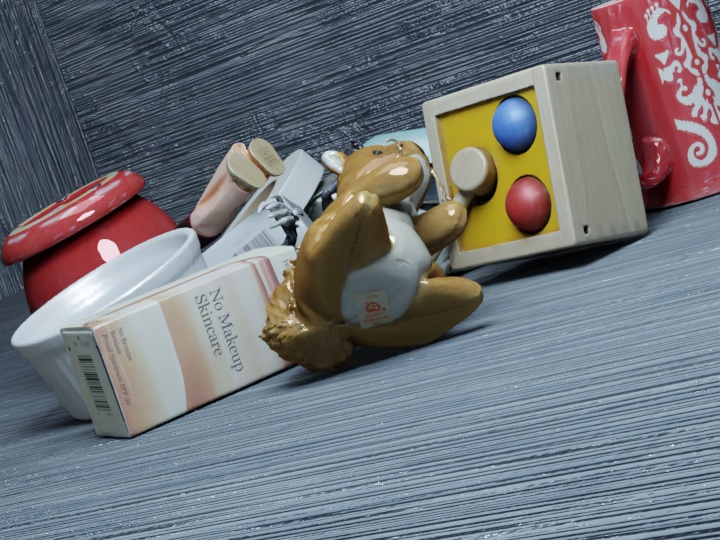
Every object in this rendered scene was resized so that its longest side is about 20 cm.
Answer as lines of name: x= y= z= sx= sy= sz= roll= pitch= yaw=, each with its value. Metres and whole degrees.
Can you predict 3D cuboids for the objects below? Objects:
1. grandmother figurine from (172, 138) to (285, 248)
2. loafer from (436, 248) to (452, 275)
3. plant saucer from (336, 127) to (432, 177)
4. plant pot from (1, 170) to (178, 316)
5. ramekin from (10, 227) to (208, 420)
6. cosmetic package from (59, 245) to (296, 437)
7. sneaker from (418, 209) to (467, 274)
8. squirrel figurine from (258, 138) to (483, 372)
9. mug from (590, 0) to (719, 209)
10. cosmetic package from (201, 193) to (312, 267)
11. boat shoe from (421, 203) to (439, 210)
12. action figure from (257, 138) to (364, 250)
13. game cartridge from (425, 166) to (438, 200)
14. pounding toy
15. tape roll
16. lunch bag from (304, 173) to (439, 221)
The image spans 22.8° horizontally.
grandmother figurine: x=-0.152 y=-0.053 z=1.778 sx=0.121 sy=0.061 sz=0.200 roll=-25 pitch=-15 yaw=-50
loafer: x=0.000 y=0.000 z=1.729 sx=0.199 sy=0.070 sz=0.070 roll=-20 pitch=8 yaw=32
plant saucer: x=0.072 y=-0.125 z=1.822 sx=0.200 sy=0.039 sz=0.201 roll=-7 pitch=3 yaw=0
plant pot: x=-0.276 y=0.001 z=1.950 sx=0.200 sy=0.183 sz=0.200 roll=-27 pitch=10 yaw=5
ramekin: x=-0.219 y=0.054 z=1.676 sx=0.200 sy=0.098 sz=0.201 roll=-28 pitch=14 yaw=8
cosmetic package: x=-0.142 y=0.059 z=1.531 sx=0.199 sy=0.104 sz=0.087 roll=-25 pitch=9 yaw=-28
sneaker: x=0.066 y=-0.027 z=1.764 sx=0.199 sy=0.078 sz=0.086 roll=-19 pitch=9 yaw=10
squirrel figurine: x=-0.006 y=-0.018 z=1.456 sx=0.200 sy=0.141 sz=0.187 roll=-45 pitch=28 yaw=27
mug: x=0.298 y=-0.170 z=1.703 sx=0.133 sy=0.201 sz=0.177 roll=-16 pitch=7 yaw=19
cosmetic package: x=-0.091 y=-0.010 z=1.822 sx=0.113 sy=0.081 sz=0.200 roll=-39 pitch=-5 yaw=3
boat shoe: x=0.070 y=-0.034 z=1.872 sx=0.199 sy=0.072 sz=0.068 roll=-9 pitch=8 yaw=22
action figure: x=-0.042 y=-0.027 z=1.655 sx=0.200 sy=0.119 sz=0.102 roll=-54 pitch=-27 yaw=-1
game cartridge: x=0.123 y=-0.095 z=1.834 sx=0.199 sy=0.042 sz=0.133 roll=-6 pitch=6 yaw=24
pounding toy: x=0.128 y=-0.074 z=1.598 sx=0.142 sy=0.185 sz=0.200 roll=-9 pitch=-3 yaw=-42
tape roll: x=-0.118 y=-0.054 z=2.090 sx=0.203 sy=0.037 sz=0.203 roll=-49 pitch=10 yaw=12
lunch bag: x=-0.008 y=-0.066 z=2.129 sx=0.199 sy=0.118 sz=0.164 roll=-24 pitch=7 yaw=-11
